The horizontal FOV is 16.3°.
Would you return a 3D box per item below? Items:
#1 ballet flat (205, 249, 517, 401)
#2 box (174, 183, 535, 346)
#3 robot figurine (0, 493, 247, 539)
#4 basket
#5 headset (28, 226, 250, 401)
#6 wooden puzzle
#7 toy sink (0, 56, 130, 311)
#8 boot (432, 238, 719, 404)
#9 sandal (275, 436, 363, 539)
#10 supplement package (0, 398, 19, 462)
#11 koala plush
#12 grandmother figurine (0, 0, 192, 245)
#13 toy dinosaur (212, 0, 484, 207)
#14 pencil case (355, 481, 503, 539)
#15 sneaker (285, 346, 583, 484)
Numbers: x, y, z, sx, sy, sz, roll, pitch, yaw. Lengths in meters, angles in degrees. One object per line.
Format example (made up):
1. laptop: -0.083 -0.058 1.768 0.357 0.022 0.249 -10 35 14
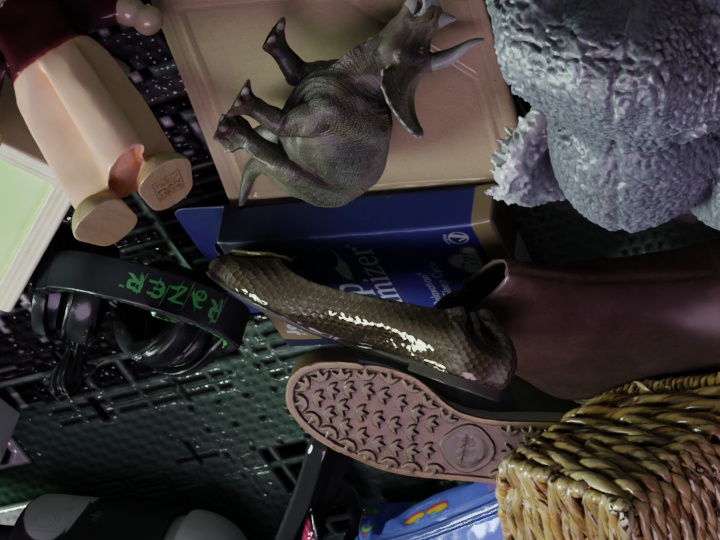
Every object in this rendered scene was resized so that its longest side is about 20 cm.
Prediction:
1. ballet flat: 0.001 0.021 1.392 0.200 0.046 0.067 20 -179 32
2. box: 0.000 0.000 1.468 0.200 0.032 0.121 -3 147 21
3. robot figurine: -0.165 0.216 1.682 0.199 0.150 0.125 4 119 14
4. basket: 0.181 0.160 1.430 0.143 0.149 0.200 16 133 54
5. headset: -0.144 0.033 1.489 0.123 0.094 0.200 19 171 -20
6. wooden puzzle: -0.007 -0.104 1.388 0.185 0.037 0.200 -3 137 19
7. toy sink: -0.254 -0.086 1.422 0.200 0.112 0.130 27 135 -10
8. boot: 0.149 0.018 1.392 0.166 0.073 0.200 11 147 -32
9. sandal: -0.024 0.167 1.625 0.045 0.075 0.200 28 134 11
10. supplement package: -0.334 0.140 1.605 0.156 0.200 0.111 40 132 -22
11. koala plush: 0.136 -0.094 1.255 0.177 0.184 0.200 8 140 10
12. grandmother figurine: -0.162 -0.112 1.343 0.121 0.200 0.061 -30 155 -13
13. toy dinosaur: -0.023 -0.070 1.347 0.102 0.077 0.200 28 135 -6
14. pencil case: 0.085 0.161 1.585 0.200 0.078 0.087 -24 144 34
15. sneaker: 0.057 0.078 1.503 0.200 0.090 0.067 13 116 -1
